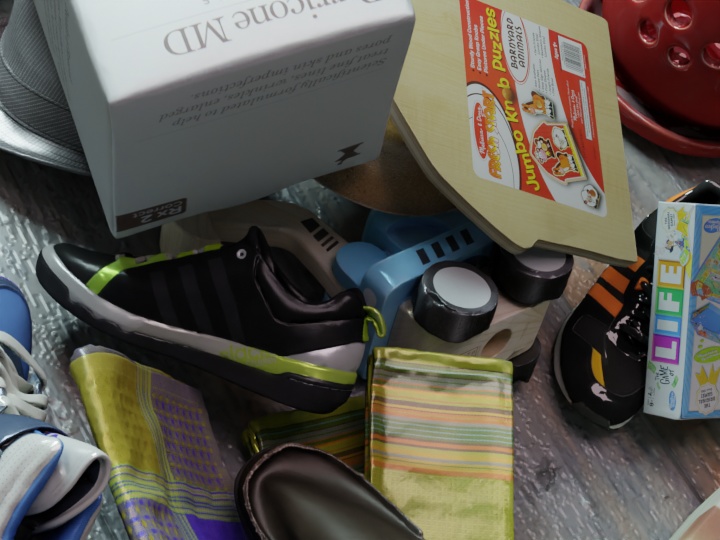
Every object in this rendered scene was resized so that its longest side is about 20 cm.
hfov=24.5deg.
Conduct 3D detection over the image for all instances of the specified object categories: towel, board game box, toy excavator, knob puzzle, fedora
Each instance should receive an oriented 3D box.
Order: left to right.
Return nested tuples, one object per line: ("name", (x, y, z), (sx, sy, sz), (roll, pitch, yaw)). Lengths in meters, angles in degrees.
("fedora", (-0.151, -0.140, 1.032), (0.198, 0.091, 0.178), (14, 39, -7))
("towel", (-0.084, 0.135, 0.857), (0.023, 0.144, 0.201), (-29, 65, 10))
("toy excavator", (0.000, 0.000, 1.029), (0.194, 0.100, 0.200), (-22, 52, -35))
("towel", (0.010, 0.162, 0.934), (0.085, 0.018, 0.201), (-13, 61, -31))
("towel", (0.044, 0.137, 0.912), (0.085, 0.018, 0.202), (3, 61, -4))
("knob puzzle", (0.078, -0.099, 1.006), (0.218, 0.030, 0.221), (18, 59, -32))
("board game box", (0.272, 0.026, 1.089), (0.199, 0.034, 0.136), (2, 93, -35))

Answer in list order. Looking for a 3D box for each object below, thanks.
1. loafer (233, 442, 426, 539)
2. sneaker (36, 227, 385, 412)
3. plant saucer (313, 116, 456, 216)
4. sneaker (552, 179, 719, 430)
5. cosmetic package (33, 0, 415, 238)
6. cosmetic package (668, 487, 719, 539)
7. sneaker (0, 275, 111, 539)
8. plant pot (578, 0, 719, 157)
("loafer", (0.013, 0.153, 0.848), (0.200, 0.072, 0.073), (40, 70, 21))
("sneaker", (-0.082, 0.011, 0.940), (0.198, 0.083, 0.072), (21, 3, 5))
("plant saucer", (0.015, -0.129, 1.031), (0.199, 0.035, 0.202), (16, 54, -23))
("sneaker", (0.190, 0.014, 1.092), (0.070, 0.090, 0.200), (33, 48, 2))
("cosmetic package", (-0.087, -0.155, 0.892), (0.164, 0.165, 0.201), (-18, 71, -13))
("cosmetic package", (0.196, 0.211, 0.946), (0.103, 0.087, 0.200), (43, 49, 10))
("sneaker", (-0.169, 0.083, 0.831), (0.081, 0.145, 0.201), (52, 42, -40))
("plant pot", (0.271, -0.195, 1.230), (0.199, 0.183, 0.202), (12, 50, -15))
